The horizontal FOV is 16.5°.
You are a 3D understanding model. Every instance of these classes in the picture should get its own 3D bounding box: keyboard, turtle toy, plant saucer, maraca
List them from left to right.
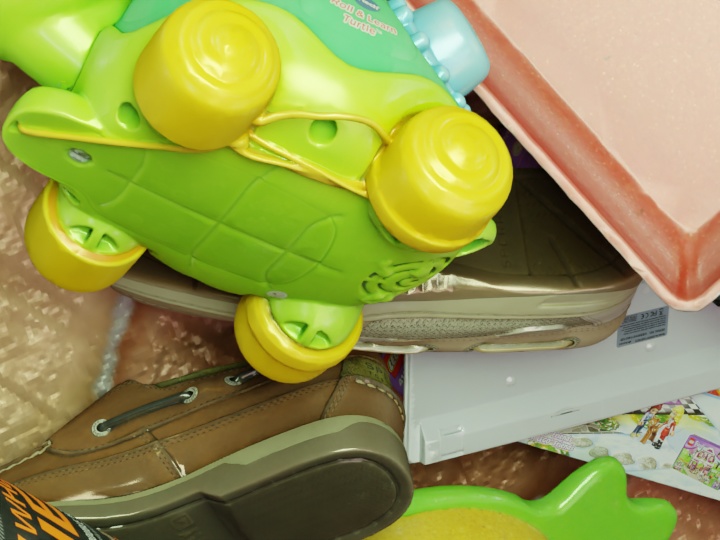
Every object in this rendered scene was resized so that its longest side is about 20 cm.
[{"bbox_3d":[-0.044,-0.055,0.758,0.199,0.102,0.146,25,148,-15],"label":"turtle toy"},{"bbox_3d":[0.036,0.141,0.962,0.199,0.107,0.138,-16,121,-20],"label":"maraca"},{"bbox_3d":[0.106,0.027,0.949,0.199,0.011,0.057,-13,116,-22],"label":"keyboard"},{"bbox_3d":[0.109,-0.125,0.784,0.200,0.037,0.200,-43,88,7],"label":"plant saucer"}]

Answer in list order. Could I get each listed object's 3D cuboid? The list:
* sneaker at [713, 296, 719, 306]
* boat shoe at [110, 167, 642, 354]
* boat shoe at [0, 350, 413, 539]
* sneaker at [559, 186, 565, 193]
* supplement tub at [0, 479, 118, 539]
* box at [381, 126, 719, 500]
[{"bbox_3d":[0.206,-0.039,0.919,0.199,0.076,0.115,-27,122,-7],"label":"sneaker"},{"bbox_3d":[0.000,0.000,0.872,0.199,0.073,0.065,1,146,-6],"label":"boat shoe"},{"bbox_3d":[-0.079,0.080,0.894,0.199,0.068,0.072,-14,136,4],"label":"boat shoe"},{"bbox_3d":[0.138,-0.093,0.878,0.201,0.070,0.082,-59,142,-13],"label":"sneaker"},{"bbox_3d":[-0.137,0.121,0.780,0.123,0.123,0.200,-51,132,6],"label":"supplement tub"},{"bbox_3d":[0.120,0.012,0.977,0.199,0.039,0.137,19,107,-34],"label":"box"}]
